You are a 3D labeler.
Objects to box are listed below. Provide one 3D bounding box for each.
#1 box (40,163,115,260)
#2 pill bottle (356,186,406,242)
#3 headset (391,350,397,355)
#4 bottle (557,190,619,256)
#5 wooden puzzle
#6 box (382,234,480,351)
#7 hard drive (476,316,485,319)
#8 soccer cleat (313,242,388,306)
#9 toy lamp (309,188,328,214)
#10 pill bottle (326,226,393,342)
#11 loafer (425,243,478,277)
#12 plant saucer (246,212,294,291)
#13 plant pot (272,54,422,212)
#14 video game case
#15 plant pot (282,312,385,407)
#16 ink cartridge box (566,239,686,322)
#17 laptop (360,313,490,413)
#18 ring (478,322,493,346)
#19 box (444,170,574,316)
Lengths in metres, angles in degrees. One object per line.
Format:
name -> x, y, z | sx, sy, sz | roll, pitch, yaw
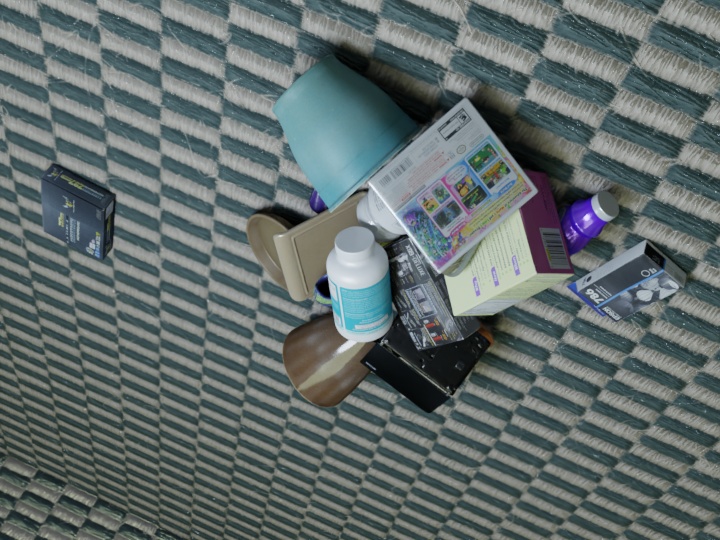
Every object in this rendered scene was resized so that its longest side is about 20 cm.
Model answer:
box -> -0.624, -0.125, 2.032 | 0.156, 0.051, 0.201 | 28, 142, 1
pill bottle -> 0.082, -0.132, 1.560 | 0.113, 0.114, 0.200 | 37, 141, -13
headset -> 0.098, 0.117, 1.838 | 0.197, 0.096, 0.124 | 12, 159, -13
bottle -> 0.339, -0.063, 1.513 | 0.065, 0.084, 0.200 | 36, 142, -11
wooden puzzle -> -0.058, -0.047, 1.717 | 0.037, 0.198, 0.187 | 55, 165, 40
box -> 0.109, 0.036, 1.632 | 0.202, 0.049, 0.157 | 61, 150, -2
hard drive -> 0.179, 0.001, 1.718 | 0.138, 0.038, 0.202 | 16, 141, 15
soccer cleat -> 0.000, 0.001, 1.716 | 0.065, 0.198, 0.084 | 57, -179, 19
toy lamp -> -0.072, -0.091, 1.745 | 0.057, 0.059, 0.201 | 20, 142, 8
pill bottle -> -0.001, 0.022, 1.621 | 0.109, 0.111, 0.202 | 11, 136, 18
loafer -> 0.164, -0.080, 1.460 | 0.075, 0.069, 0.202 | 43, 117, 44
plant saucer -> -0.150, -0.034, 1.832 | 0.199, 0.029, 0.202 | 35, 148, 26
plant pot -> -0.034, -0.231, 1.469 | 0.189, 0.200, 0.200 | 49, 139, -4
video game case -> 0.141, -0.129, 1.410 | 0.199, 0.024, 0.183 | -39, 94, 5
plant pot -> -0.032, 0.158, 1.928 | 0.186, 0.188, 0.199 | 41, 127, -18
ink cartridge box -> 0.452, 0.029, 1.589 | 0.099, 0.040, 0.200 | 36, 142, -12
laptop -> 0.121, 0.158, 1.773 | 0.176, 0.103, 0.201 | 36, 97, -1
ring -> 0.170, 0.103, 1.814 | 0.198, 0.019, 0.201 | 21, 159, 8
box -> 0.229, -0.041, 1.514 | 0.096, 0.179, 0.199 | 1, 158, -38
